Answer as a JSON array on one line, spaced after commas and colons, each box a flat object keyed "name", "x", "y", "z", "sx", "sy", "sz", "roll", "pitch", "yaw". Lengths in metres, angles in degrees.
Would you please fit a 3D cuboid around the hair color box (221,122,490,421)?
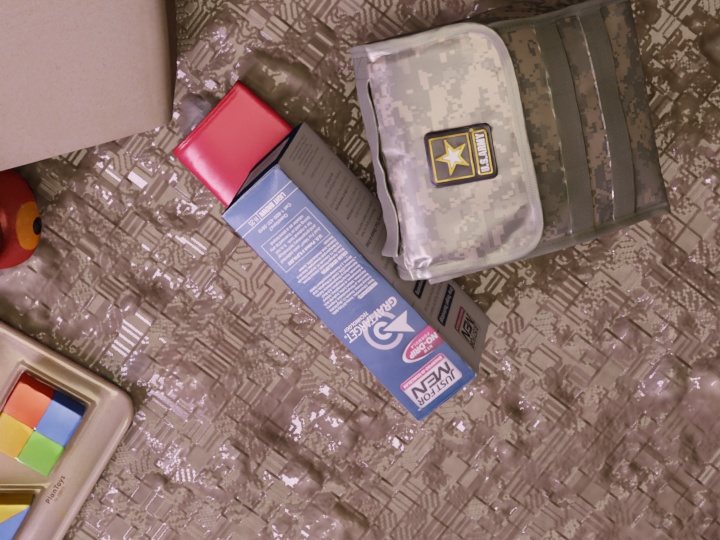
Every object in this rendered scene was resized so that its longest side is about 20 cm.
[{"name": "hair color box", "x": 0.000, "y": 0.000, "z": 1.277, "sx": 0.060, "sy": 0.100, "sz": 0.200, "roll": -40, "pitch": 100, "yaw": 22}]

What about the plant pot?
[{"name": "plant pot", "x": -0.212, "y": -0.180, "z": 1.222, "sx": 0.198, "sy": 0.200, "sz": 0.178, "roll": -15, "pitch": 112, "yaw": 2}]

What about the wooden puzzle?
[{"name": "wooden puzzle", "x": -0.293, "y": 0.128, "z": 1.344, "sx": 0.199, "sy": 0.046, "sz": 0.186, "roll": 31, "pitch": 99, "yaw": -6}]

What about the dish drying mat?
[{"name": "dish drying mat", "x": -0.040, "y": -0.043, "z": 1.332, "sx": 0.200, "sy": 0.018, "sz": 0.077, "roll": 44, "pitch": 99, "yaw": -9}]

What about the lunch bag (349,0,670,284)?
[{"name": "lunch bag", "x": 0.095, "y": -0.093, "z": 1.243, "sx": 0.199, "sy": 0.117, "sz": 0.166, "roll": -18, "pitch": 102, "yaw": -27}]

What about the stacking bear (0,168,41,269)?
[{"name": "stacking bear", "x": -0.291, "y": -0.020, "z": 1.244, "sx": 0.113, "sy": 0.200, "sz": 0.123, "roll": 3, "pitch": 107, "yaw": 26}]
